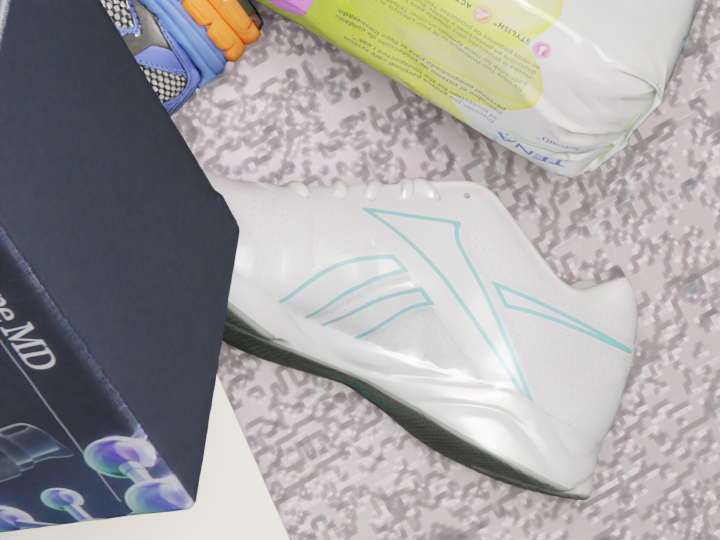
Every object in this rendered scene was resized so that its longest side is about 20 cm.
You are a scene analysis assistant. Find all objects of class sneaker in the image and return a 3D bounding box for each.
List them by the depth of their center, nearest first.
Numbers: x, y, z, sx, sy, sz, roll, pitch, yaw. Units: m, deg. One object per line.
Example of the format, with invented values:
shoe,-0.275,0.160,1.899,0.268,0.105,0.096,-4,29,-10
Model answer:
sneaker,-0.129,-0.109,0.790,0.200,0.075,0.078,36,91,-6
sneaker,0.000,0.000,0.819,0.200,0.070,0.080,28,82,-15

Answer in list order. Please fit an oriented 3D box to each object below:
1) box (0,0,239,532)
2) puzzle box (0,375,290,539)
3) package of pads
box,-0.156,-0.004,0.703,0.200,0.107,0.148,-10,138,18
puzzle box,-0.115,0.126,0.823,0.200,0.025,0.133,-23,95,-6
package of pads,0.020,-0.137,0.779,0.200,0.068,0.155,29,55,-7
